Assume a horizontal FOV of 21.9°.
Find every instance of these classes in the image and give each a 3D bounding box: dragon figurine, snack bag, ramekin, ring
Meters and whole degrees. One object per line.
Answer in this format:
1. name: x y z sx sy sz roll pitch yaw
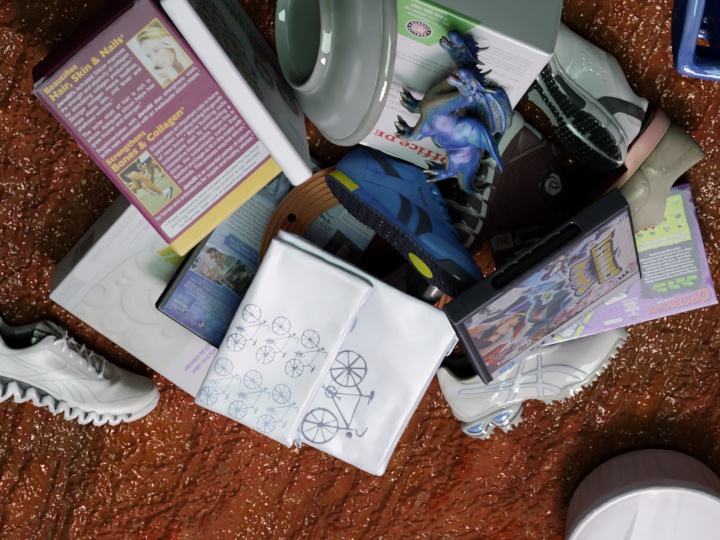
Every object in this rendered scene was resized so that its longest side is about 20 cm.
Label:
1. dragon figurine: 0.094 -0.117 1.568 0.099 0.059 0.200 -8 140 28
2. snack bag: -0.028 0.084 1.709 0.199 0.021 0.190 26 109 -8
3. ramekin: 0.303 0.276 1.935 0.200 0.095 0.204 -1 122 -2
4. ring: 0.000 0.000 1.739 0.198 0.019 0.203 0 91 -14

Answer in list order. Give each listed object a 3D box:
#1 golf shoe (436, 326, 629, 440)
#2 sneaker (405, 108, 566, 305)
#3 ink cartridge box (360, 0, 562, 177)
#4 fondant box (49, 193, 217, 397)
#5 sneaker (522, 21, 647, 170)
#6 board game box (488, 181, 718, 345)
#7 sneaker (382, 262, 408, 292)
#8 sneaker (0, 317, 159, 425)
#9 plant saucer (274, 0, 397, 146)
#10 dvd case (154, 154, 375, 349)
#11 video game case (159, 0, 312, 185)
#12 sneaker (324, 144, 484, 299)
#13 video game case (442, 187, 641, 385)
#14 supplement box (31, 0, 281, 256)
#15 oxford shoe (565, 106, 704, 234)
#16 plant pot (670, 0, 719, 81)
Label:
1. golf shoe: 0.166 0.085 1.830 0.199 0.078 0.097 -32 111 15
2. sneaker: 0.130 -0.041 1.726 0.115 0.076 0.201 26 94 -27
3. ink cartridge box: 0.067 -0.184 1.610 0.145 0.085 0.200 21 146 -11
4. fondant box: -0.176 0.019 1.786 0.199 0.058 0.144 36 113 -22
5. sneaker: 0.180 -0.186 1.677 0.200 0.080 0.074 50 147 -13
6. board game box: 0.230 -0.003 1.778 0.198 0.032 0.121 -14 93 7
7. sneaker: 0.011 0.075 1.819 0.199 0.077 0.081 -31 123 16
8. sneaker: -0.292 0.096 1.826 0.198 0.075 0.082 13 111 -10
9. plant saucer: -0.031 -0.205 1.570 0.050 0.200 0.202 -3 124 -25
10. dvd case: -0.082 -0.012 1.743 0.142 0.018 0.201 34 89 -19
11. video game case: -0.107 -0.189 1.589 0.024 0.182 0.201 -30 118 11
12. sneaker: 0.055 -0.051 1.662 0.078 0.200 0.066 -39 147 -13
13. video game case: 0.166 0.019 1.654 0.180 0.026 0.200 -34 159 -1
14. supplement box: -0.178 -0.135 1.638 0.131 0.103 0.200 -39 109 2
15. oxford shoe: 0.242 -0.050 1.723 0.074 0.071 0.201 34 102 -8
16. plant pot: 0.358 -0.277 1.552 0.198 0.180 0.202 4 121 -5
